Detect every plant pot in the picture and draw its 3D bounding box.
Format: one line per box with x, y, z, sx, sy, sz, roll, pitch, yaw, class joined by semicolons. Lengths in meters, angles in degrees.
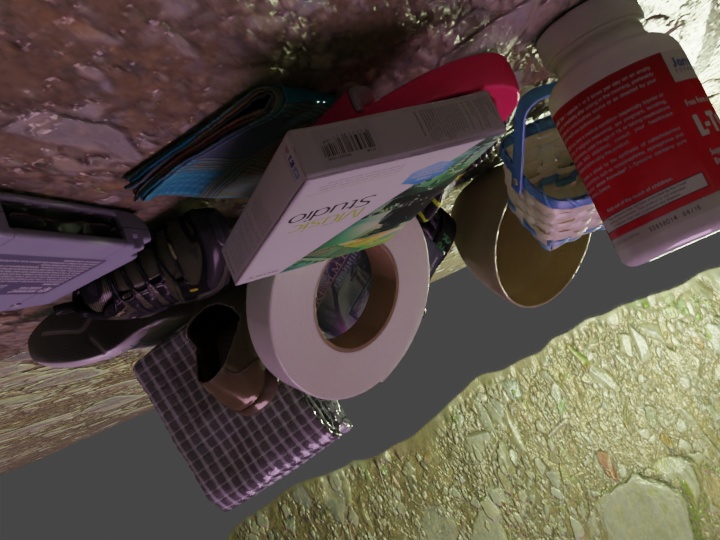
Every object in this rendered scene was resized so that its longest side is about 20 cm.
0.203;-0.064;1.050;0.200;0.201;0.134;-18;-153;-34;plant pot

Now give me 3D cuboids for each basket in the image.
0.237;-0.131;0.841;0.176;0.139;0.200;-19;143;-15;basket

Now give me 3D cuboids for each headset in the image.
0.065;-0.028;1.025;0.124;0.094;0.200;-52;-155;-4;headset

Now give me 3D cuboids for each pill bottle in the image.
0.221;-0.113;0.613;0.112;0.200;0.112;-23;173;-3;pill bottle

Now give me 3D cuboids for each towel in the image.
-0.129;0.130;0.813;0.166;0.200;0.086;-38;169;17;towel
-0.062;-0.091;0.594;0.147;0.022;0.200;-27;172;27;towel

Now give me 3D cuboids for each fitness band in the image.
0.028;-0.099;0.571;0.144;0.037;0.200;-15;169;-35;fitness band

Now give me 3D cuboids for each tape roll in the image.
-0.014;0.020;0.707;0.203;0.203;0.037;-17;-158;-41;tape roll

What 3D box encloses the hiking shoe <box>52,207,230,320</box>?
-0.191;0.007;0.675;0.200;0.076;0.101;-29;174;41;hiking shoe

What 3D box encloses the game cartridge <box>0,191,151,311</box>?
-0.256;-0.007;0.543;0.133;0.042;0.200;-21;173;15;game cartridge

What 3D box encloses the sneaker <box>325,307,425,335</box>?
0.031;0.044;1.045;0.076;0.115;0.200;-65;173;33;sneaker

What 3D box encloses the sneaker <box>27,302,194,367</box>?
-0.257;0.066;0.841;0.200;0.070;0.080;-19;157;-26;sneaker

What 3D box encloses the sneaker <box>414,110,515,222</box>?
0.078;-0.122;0.685;0.076;0.075;0.200;-58;-174;-30;sneaker

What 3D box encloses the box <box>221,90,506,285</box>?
-0.008;-0.051;0.539;0.144;0.036;0.200;-17;170;-25;box

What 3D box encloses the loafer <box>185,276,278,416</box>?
-0.125;0.038;0.726;0.076;0.200;0.067;-34;143;19;loafer

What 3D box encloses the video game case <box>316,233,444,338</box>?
0.000;0.000;0.770;0.200;0.019;0.143;36;82;-49;video game case
